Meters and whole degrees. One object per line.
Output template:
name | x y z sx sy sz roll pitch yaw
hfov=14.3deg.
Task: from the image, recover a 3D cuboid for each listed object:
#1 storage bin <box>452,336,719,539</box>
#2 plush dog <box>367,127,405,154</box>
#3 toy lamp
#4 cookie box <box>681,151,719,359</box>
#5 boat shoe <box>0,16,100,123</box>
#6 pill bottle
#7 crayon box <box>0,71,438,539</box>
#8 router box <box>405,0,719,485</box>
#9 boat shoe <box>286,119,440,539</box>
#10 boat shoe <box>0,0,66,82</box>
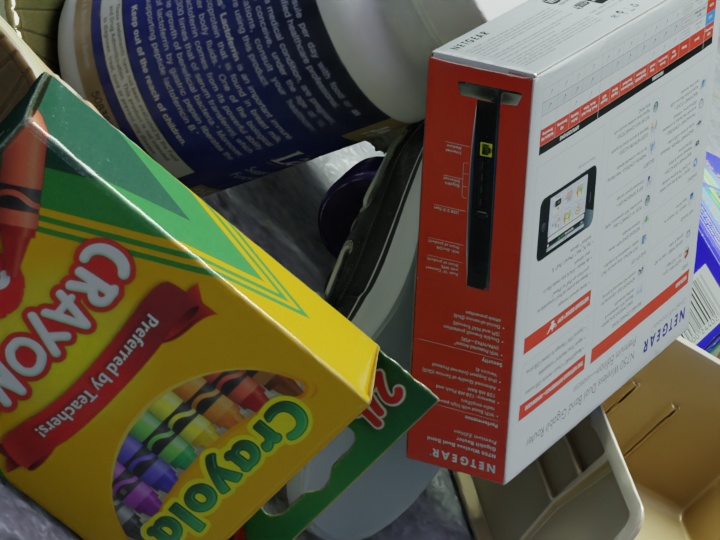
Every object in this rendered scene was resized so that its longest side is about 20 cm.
storage bin | 0.149 0.123 1.390 0.200 0.094 0.199 30 26 -34
plush dog | -0.017 -0.158 1.494 0.200 0.161 0.172 17 6 -13
toy lamp | 0.000 0.000 1.394 0.058 0.058 0.200 40 23 -12
cookie box | 0.235 0.013 1.752 0.200 0.075 0.171 22 31 -43
boat shoe | -0.135 -0.041 1.222 0.200 0.071 0.065 54 16 0
pill bottle | -0.024 -0.109 1.268 0.116 0.200 0.116 38 43 -47
crayon box | -0.084 0.037 1.091 0.200 0.127 0.051 39 24 -14
router box | 0.090 -0.029 1.231 0.049 0.180 0.200 14 24 25
boat shoe | 0.009 0.021 1.257 0.074 0.200 0.068 21 -7 -33
boat shoe | -0.169 -0.130 1.311 0.072 0.066 0.201 16 55 -60
